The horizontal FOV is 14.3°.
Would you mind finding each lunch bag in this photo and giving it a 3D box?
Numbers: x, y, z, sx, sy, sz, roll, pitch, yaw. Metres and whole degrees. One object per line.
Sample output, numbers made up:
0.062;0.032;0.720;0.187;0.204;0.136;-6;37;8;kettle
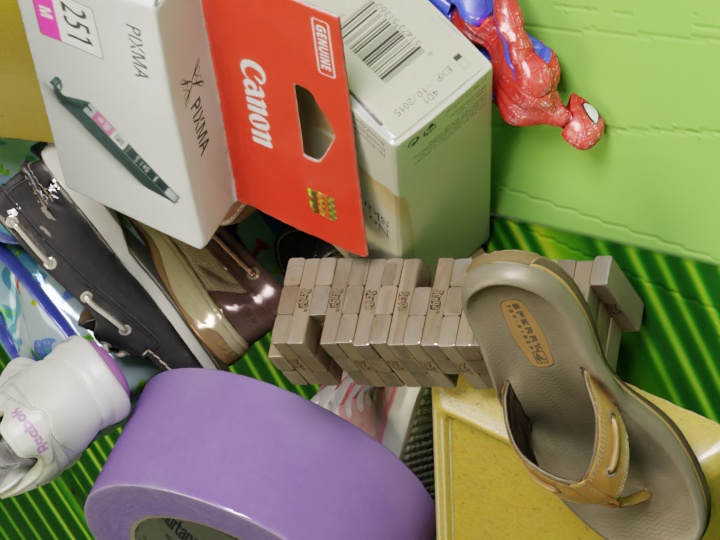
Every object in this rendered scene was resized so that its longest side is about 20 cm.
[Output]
-0.160;-0.021;1.816;0.200;0.170;0.128;53;152;9;lunch bag

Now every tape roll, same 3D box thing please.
-0.059;0.149;1.705;0.199;0.085;0.200;21;152;12;tape roll

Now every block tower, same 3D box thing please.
0.046;0.029;1.525;0.199;0.058;0.054;-2;152;26;block tower

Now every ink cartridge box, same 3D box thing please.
-0.086;-0.083;1.465;0.173;0.044;0.201;25;150;22;ink cartridge box

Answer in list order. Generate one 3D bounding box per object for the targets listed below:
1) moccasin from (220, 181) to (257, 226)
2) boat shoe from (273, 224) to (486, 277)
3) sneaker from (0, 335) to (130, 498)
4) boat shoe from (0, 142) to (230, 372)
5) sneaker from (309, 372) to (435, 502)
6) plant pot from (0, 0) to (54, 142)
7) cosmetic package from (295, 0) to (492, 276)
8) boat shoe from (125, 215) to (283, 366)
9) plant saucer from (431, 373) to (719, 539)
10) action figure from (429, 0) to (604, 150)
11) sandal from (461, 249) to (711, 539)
-0.068;-0.094;1.566;0.074;0.078;0.202;38;143;10;moccasin
0.001;0.001;1.679;0.200;0.066;0.072;13;125;54;boat shoe
-0.210;0.098;1.734;0.075;0.099;0.200;51;154;1;sneaker
-0.145;0.014;1.701;0.200;0.060;0.074;53;-176;-29;boat shoe
0.012;0.083;1.729;0.105;0.075;0.201;42;152;23;sneaker
-0.174;-0.180;1.619;0.199;0.201;0.177;6;142;16;plant pot
0.012;-0.072;1.528;0.105;0.071;0.200;45;163;21;cosmetic package
-0.098;-0.038;1.701;0.201;0.072;0.072;60;-171;34;boat shoe
0.113;0.138;1.588;0.199;0.048;0.201;24;137;28;plant saucer
0.055;-0.140;1.472;0.200;0.052;0.065;51;157;7;action figure
0.107;0.078;1.449;0.080;0.054;0.201;-15;122;31;sandal
